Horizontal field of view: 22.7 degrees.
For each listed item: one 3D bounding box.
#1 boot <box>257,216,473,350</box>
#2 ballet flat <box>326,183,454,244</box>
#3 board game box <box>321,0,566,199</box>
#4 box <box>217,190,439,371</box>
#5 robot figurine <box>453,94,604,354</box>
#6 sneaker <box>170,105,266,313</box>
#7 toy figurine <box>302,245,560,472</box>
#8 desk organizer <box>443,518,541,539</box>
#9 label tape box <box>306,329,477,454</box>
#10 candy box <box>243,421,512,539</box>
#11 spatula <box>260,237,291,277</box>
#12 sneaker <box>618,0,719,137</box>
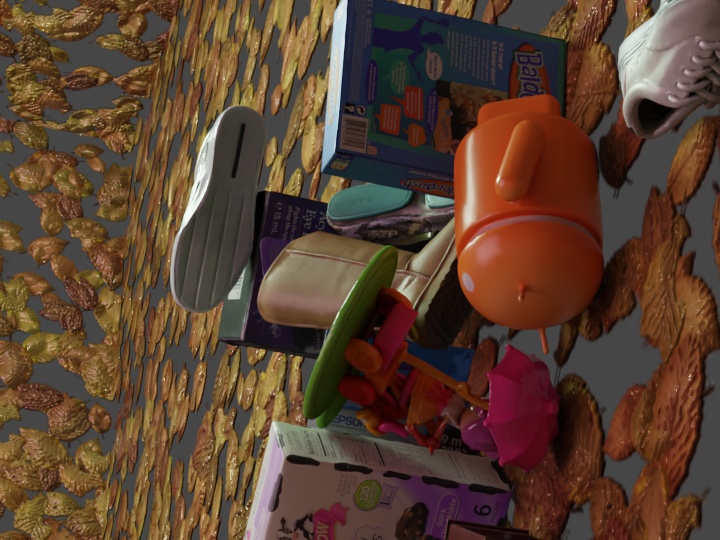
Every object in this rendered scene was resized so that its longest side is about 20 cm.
[{"bbox_3d":[0.025,-0.014,1.563,0.199,0.066,0.175,9,51,44],"label":"boot"},{"bbox_3d":[0.066,-0.059,1.643,0.199,0.072,0.073,-11,62,29],"label":"ballet flat"},{"bbox_3d":[0.072,-0.138,1.495,0.045,0.198,0.153,130,148,-63],"label":"board game box"},{"bbox_3d":[-0.025,0.015,1.744,0.104,0.198,0.149,174,105,-72],"label":"box"},{"bbox_3d":[0.128,-0.041,1.378,0.144,0.116,0.201,130,148,-49],"label":"robot figurine"},{"bbox_3d":[-0.132,-0.055,1.694,0.071,0.072,0.202,152,136,-77],"label":"sneaker"},{"bbox_3d":[0.066,0.101,1.408,0.151,0.183,0.201,-57,-11,-31],"label":"toy figurine"},{"bbox_3d":[0.094,0.298,1.365,0.077,0.071,0.202,-179,99,-72],"label":"desk organizer"},{"bbox_3d":[0.025,0.160,1.571,0.066,0.142,0.202,-161,82,-76],"label":"label tape box"},{"bbox_3d":[0.005,0.229,1.490,0.072,0.198,0.169,-118,41,-67],"label":"candy box"},{"bbox_3d":[0.000,0.000,1.669,0.021,0.198,0.057,136,132,-62],"label":"spatula"},{"bbox_3d":[0.225,-0.144,1.178,0.200,0.072,0.071,118,150,-72],"label":"sneaker"}]
